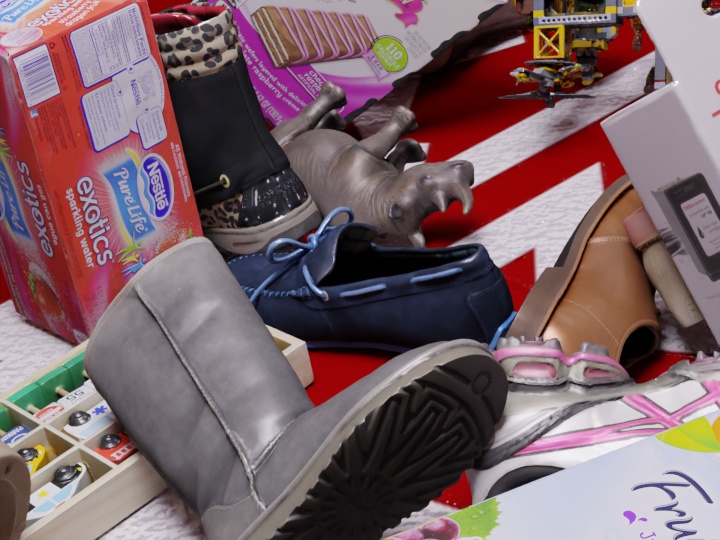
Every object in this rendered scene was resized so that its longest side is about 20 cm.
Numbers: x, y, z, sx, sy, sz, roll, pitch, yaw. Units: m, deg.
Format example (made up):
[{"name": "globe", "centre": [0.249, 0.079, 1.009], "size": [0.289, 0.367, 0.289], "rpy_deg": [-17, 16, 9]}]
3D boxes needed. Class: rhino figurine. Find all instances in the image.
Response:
[{"name": "rhino figurine", "centre": [0.004, -0.061, 0.987], "size": [0.088, 0.060, 0.199], "rpy_deg": [-47, 41, -17]}]

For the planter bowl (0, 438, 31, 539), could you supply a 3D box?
[{"name": "planter bowl", "centre": [-0.234, 0.108, 0.681], "size": [0.134, 0.202, 0.200], "rpy_deg": [25, 40, 13]}]

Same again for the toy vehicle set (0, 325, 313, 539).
[{"name": "toy vehicle set", "centre": [-0.137, 0.082, 0.831], "size": [0.124, 0.027, 0.199], "rpy_deg": [18, 42, 43]}]

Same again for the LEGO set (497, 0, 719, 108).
[{"name": "LEGO set", "centre": [0.199, -0.137, 1.034], "size": [0.198, 0.117, 0.154], "rpy_deg": [1, 2, 17]}]

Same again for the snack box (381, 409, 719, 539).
[{"name": "snack box", "centre": [0.108, 0.147, 0.557], "size": [0.198, 0.068, 0.169], "rpy_deg": [-18, 39, -12]}]

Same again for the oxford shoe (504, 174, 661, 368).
[{"name": "oxford shoe", "centre": [0.132, 0.015, 0.822], "size": [0.071, 0.072, 0.200], "rpy_deg": [28, 39, 9]}]

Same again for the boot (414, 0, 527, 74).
[{"name": "boot", "centre": [0.019, -0.197, 1.239], "size": [0.165, 0.073, 0.199], "rpy_deg": [-22, 27, -40]}]

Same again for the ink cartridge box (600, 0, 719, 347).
[{"name": "ink cartridge box", "centre": [0.201, -0.052, 0.750], "size": [0.115, 0.201, 0.067], "rpy_deg": [-28, 0, -27]}]

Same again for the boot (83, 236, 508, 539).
[{"name": "boot", "centre": [-0.040, 0.049, 0.730], "size": [0.181, 0.073, 0.200], "rpy_deg": [-40, 39, 6]}]

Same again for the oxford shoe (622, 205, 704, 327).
[{"name": "oxford shoe", "centre": [0.232, -0.015, 0.830], "size": [0.198, 0.075, 0.071], "rpy_deg": [-13, -12, -25]}]

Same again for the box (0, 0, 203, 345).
[{"name": "box", "centre": [-0.171, -0.065, 0.922], "size": [0.099, 0.202, 0.095], "rpy_deg": [-33, 37, -33]}]

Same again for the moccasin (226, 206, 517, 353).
[{"name": "moccasin", "centre": [0.000, 0.000, 0.874], "size": [0.198, 0.069, 0.081], "rpy_deg": [2, 32, 30]}]

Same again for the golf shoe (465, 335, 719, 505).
[{"name": "golf shoe", "centre": [0.144, 0.085, 0.688], "size": [0.197, 0.073, 0.093], "rpy_deg": [1, 67, 10]}]

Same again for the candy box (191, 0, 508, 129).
[{"name": "candy box", "centre": [-0.010, -0.190, 1.061], "size": [0.199, 0.136, 0.061], "rpy_deg": [-35, 18, 28]}]

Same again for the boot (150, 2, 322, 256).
[{"name": "boot", "centre": [-0.116, -0.094, 0.987], "size": [0.073, 0.155, 0.203], "rpy_deg": [-34, 26, -30]}]
